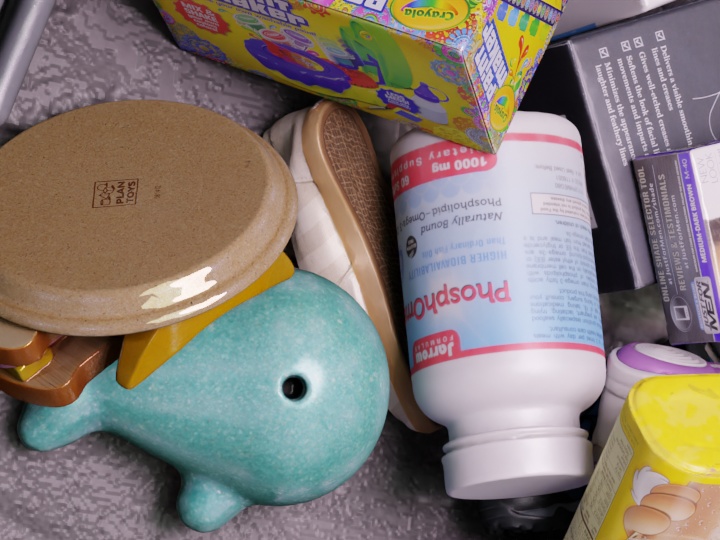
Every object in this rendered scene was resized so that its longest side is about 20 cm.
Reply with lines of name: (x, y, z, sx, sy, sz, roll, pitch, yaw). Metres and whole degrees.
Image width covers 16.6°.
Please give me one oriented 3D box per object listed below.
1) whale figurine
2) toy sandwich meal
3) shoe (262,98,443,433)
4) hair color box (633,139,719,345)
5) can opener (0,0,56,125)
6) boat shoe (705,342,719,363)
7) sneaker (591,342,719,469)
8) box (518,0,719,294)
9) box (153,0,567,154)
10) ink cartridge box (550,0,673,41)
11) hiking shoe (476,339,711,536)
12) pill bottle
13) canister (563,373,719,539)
whale figurine: (-0.081, 0.061, 1.314, 0.199, 0.104, 0.160, 4, 88, -14)
toy sandwich meal: (-0.127, -0.010, 1.286, 0.205, 0.205, 0.071, -30, 135, -26)
shoe: (0.000, 0.000, 1.400, 0.070, 0.053, 0.201, -36, 108, -55)
hair color box: (0.260, -0.032, 1.405, 0.199, 0.065, 0.110, -14, 94, -26)
can opener: (-0.175, -0.174, 1.317, 0.052, 0.066, 0.201, 27, 79, -24)
boat shoe: (0.279, 0.060, 1.525, 0.200, 0.068, 0.072, 47, 69, -14)
sneaker: (0.202, 0.100, 1.421, 0.199, 0.075, 0.100, 12, 99, -39)
box: (0.196, -0.082, 1.471, 0.199, 0.107, 0.149, -17, 94, -26)
box: (0.013, -0.197, 1.324, 0.199, 0.122, 0.193, 20, 72, 19)
ink cartridge box: (0.205, -0.205, 1.481, 0.199, 0.116, 0.068, -22, 96, -28)
hiking shoe: (0.138, 0.098, 1.452, 0.199, 0.074, 0.087, -18, 90, -38)
pill bottle: (0.078, 0.020, 1.361, 0.108, 0.109, 0.201, 1, 75, -27)
canister: (0.178, 0.153, 1.334, 0.148, 0.087, 0.201, 1, 130, -23)
